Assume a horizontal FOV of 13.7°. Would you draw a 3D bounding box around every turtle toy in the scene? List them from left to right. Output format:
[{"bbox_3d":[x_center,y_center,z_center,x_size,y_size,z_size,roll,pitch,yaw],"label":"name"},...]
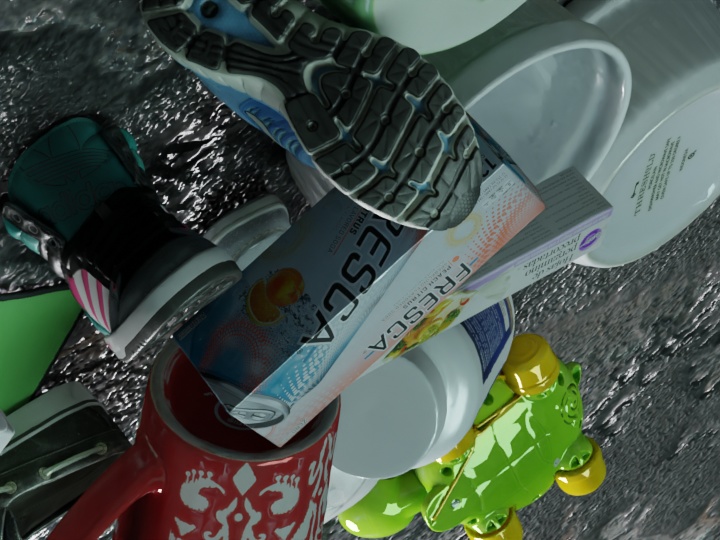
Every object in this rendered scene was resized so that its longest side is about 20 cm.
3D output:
[{"bbox_3d":[0.070,0.121,2.073,0.200,0.101,0.146,-35,131,-10],"label":"turtle toy"}]

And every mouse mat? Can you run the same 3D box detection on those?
[{"bbox_3d":[-0.247,0.074,1.652,0.200,0.008,0.161,-7,137,-51],"label":"mouse mat"}]

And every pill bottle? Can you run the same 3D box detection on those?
[{"bbox_3d":[0.025,0.055,1.814,0.111,0.111,0.200,-53,180,20],"label":"pill bottle"}]

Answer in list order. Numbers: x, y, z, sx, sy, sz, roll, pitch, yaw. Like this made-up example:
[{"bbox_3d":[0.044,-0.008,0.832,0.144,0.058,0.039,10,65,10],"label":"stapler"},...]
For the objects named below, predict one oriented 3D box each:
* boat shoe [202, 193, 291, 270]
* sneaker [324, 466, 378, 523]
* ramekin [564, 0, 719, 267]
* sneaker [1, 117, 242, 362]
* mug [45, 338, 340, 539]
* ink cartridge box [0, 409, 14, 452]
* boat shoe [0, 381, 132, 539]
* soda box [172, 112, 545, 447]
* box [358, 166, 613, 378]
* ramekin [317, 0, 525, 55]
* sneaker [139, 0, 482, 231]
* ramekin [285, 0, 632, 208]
[{"bbox_3d":[-0.063,0.031,1.785,0.074,0.065,0.202,-29,151,-28],"label":"boat shoe"},{"bbox_3d":[-0.059,0.139,1.948,0.200,0.074,0.115,-51,157,19],"label":"sneaker"},{"bbox_3d":[0.171,-0.091,1.906,0.202,0.094,0.203,-34,153,-20],"label":"ramekin"},{"bbox_3d":[-0.127,-0.023,1.544,0.084,0.121,0.200,-37,-177,-13],"label":"sneaker"},{"bbox_3d":[-0.089,0.145,1.702,0.178,0.133,0.200,-44,158,-40],"label":"mug"},{"bbox_3d":[-0.297,0.128,1.556,0.146,0.086,0.200,5,126,-51],"label":"ink cartridge box"},{"bbox_3d":[-0.221,0.142,1.714,0.200,0.064,0.071,-36,155,-15],"label":"boat shoe"},{"bbox_3d":[0.000,0.000,1.598,0.200,0.064,0.068,-43,149,5],"label":"soda box"},{"bbox_3d":[0.057,0.002,1.700,0.200,0.041,0.039,-28,152,-31],"label":"box"},{"bbox_3d":[0.041,-0.206,1.534,0.200,0.098,0.200,-34,153,-20],"label":"ramekin"},{"bbox_3d":[-0.019,-0.092,1.526,0.078,0.200,0.090,-50,171,-5],"label":"sneaker"},{"bbox_3d":[0.049,-0.087,1.722,0.200,0.105,0.200,-34,154,-19],"label":"ramekin"}]
